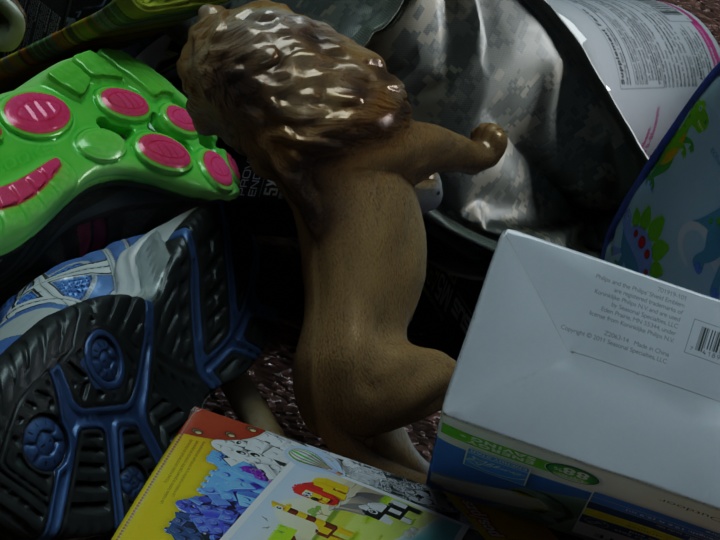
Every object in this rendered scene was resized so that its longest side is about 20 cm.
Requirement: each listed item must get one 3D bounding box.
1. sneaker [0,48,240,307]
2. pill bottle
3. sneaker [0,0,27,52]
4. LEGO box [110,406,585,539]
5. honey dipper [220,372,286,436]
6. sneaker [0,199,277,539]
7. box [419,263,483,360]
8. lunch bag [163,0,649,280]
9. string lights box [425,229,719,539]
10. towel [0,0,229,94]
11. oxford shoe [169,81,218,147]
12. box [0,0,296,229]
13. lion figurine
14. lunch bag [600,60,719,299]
[{"bbox_3d":[-0.122,-0.030,0.838,0.200,0.084,0.077,-16,67,-54],"label":"sneaker"},{"bbox_3d":[0.116,-0.098,1.252,0.113,0.114,0.200,30,22,33],"label":"pill bottle"},{"bbox_3d":[-0.215,-0.109,0.880,0.075,0.071,0.200,31,28,24],"label":"sneaker"},{"bbox_3d":[-0.005,0.124,0.560,0.148,0.077,0.200,19,18,2],"label":"LEGO box"},{"bbox_3d":[-0.043,0.051,0.813,0.038,0.038,0.200,9,24,-24],"label":"honey dipper"},{"bbox_3d":[-0.096,0.041,0.754,0.077,0.076,0.200,-17,12,25],"label":"sneaker"},{"bbox_3d":[0.104,0.007,1.047,0.160,0.044,0.200,12,19,-18],"label":"box"},{"bbox_3d":[0.031,-0.074,0.958,0.200,0.118,0.164,38,0,-35],"label":"lunch bag"},{"bbox_3d":[0.075,0.061,0.675,0.102,0.059,0.200,19,-19,5],"label":"string lights box"},{"bbox_3d":[-0.153,-0.082,0.917,0.199,0.018,0.086,-21,1,25],"label":"towel"},{"bbox_3d":[-0.126,-0.030,0.923,0.071,0.072,0.200,35,36,31],"label":"oxford shoe"},{"bbox_3d":[-0.081,-0.129,1.025,0.163,0.201,0.086,4,22,-35],"label":"box"},{"bbox_3d":[0.000,0.000,0.792,0.122,0.072,0.201,5,66,-45],"label":"lion figurine"},{"bbox_3d":[0.180,0.017,0.842,0.082,0.161,0.200,4,43,-28],"label":"lunch bag"}]
